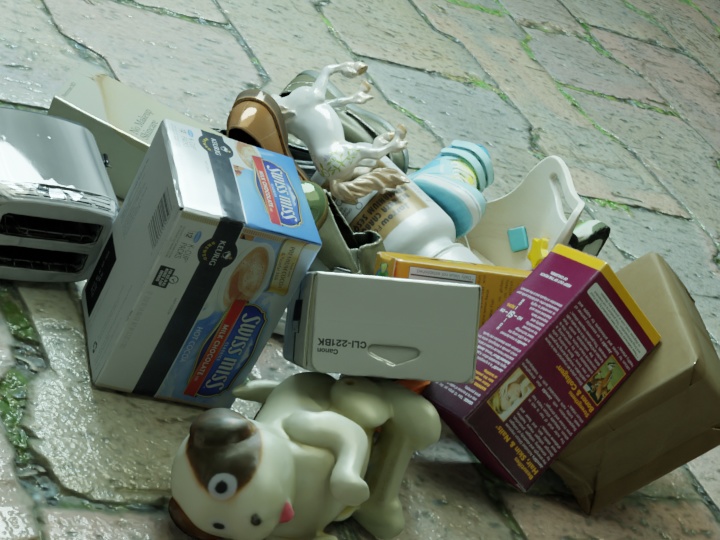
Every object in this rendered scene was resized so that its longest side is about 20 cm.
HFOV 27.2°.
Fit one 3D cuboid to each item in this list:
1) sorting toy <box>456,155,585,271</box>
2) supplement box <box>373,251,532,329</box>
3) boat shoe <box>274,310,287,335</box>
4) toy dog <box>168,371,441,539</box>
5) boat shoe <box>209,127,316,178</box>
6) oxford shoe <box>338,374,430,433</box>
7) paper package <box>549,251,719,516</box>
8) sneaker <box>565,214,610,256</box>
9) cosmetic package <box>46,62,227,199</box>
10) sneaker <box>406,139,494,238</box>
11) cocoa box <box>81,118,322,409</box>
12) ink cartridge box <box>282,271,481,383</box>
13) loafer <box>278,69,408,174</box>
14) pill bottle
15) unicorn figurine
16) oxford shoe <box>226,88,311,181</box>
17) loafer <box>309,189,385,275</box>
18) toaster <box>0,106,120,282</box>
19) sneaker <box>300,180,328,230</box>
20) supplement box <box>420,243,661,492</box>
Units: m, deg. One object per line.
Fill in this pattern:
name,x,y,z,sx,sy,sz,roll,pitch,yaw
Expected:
sorting toy,0.187,-0.028,1.652,0.106,0.181,0.201,18,31,-20
supplement box,0.112,0.026,1.452,0.198,0.069,0.067,10,3,-17
boat shoe,-0.115,-0.008,1.452,0.199,0.069,0.072,34,28,7
toy dog,-0.061,0.147,1.185,0.194,0.140,0.199,43,33,23
boat shoe,-0.128,-0.133,1.641,0.198,0.068,0.074,20,29,-17
oxford shoe,0.060,0.095,1.452,0.073,0.072,0.199,39,30,25
paper package,0.259,0.109,1.476,0.104,0.190,0.201,48,19,-29
sneaker,0.227,-0.038,1.839,0.088,0.077,0.199,31,20,30
cosmetic package,-0.225,-0.124,1.533,0.199,0.073,0.104,27,28,-8
sneaker,0.113,-0.101,1.673,0.080,0.130,0.200,61,-18,-17
cocoa box,-0.141,-0.001,1.277,0.130,0.201,0.134,15,33,-26
ink cartridge box,0.014,0.047,1.289,0.143,0.084,0.200,5,-1,-8
loafer,-0.026,-0.166,1.803,0.200,0.076,0.069,38,41,24
pill bottle,0.037,-0.035,1.591,0.200,0.115,0.114,45,32,25
unicorn figurine,-0.040,-0.155,1.559,0.137,0.074,0.200,-27,58,-12
oxford shoe,-0.091,-0.081,1.520,0.201,0.071,0.071,64,30,-29
loafer,0.000,0.000,1.483,0.200,0.070,0.075,46,14,-15
toaster,-0.300,-0.065,1.329,0.199,0.114,0.130,8,39,-39
sneaker,-0.123,-0.043,1.381,0.199,0.090,0.068,-16,77,-7
supplement box,0.169,0.089,1.389,0.110,0.200,0.086,49,-11,-28
